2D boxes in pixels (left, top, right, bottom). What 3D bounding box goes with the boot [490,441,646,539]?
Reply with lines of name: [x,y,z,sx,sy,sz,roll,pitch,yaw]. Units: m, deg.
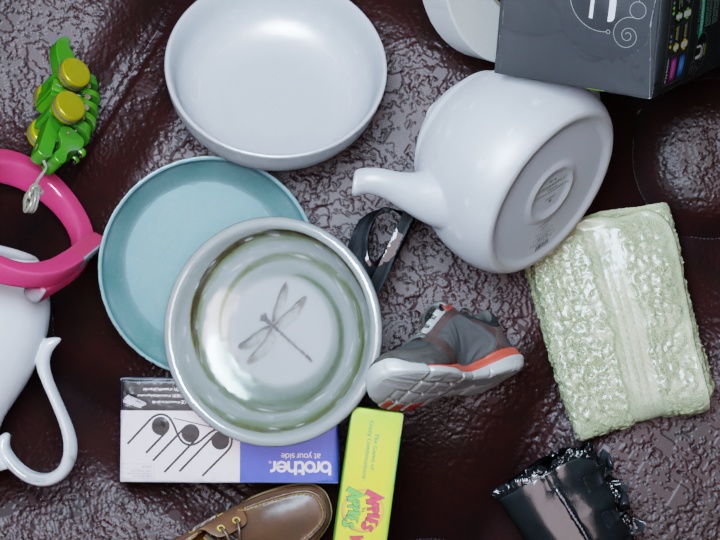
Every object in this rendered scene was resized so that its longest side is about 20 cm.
boot: [0.169,0.261,1.718,0.197,0.073,0.163,-27,90,-9]

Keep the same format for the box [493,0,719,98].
box: [0.222,-0.232,1.633,0.148,0.200,0.125,13,111,27]

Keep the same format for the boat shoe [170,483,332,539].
boat shoe: [-0.117,0.253,1.720,0.199,0.068,0.072,-24,87,-1]

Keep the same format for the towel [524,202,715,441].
towel: [0.236,0.045,1.747,0.147,0.036,0.202,-13,87,0]

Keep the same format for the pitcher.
pitcher: [-0.322,0.085,1.705,0.170,0.121,0.202,13,96,3]

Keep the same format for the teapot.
teapot: [0.120,-0.107,1.685,0.146,0.200,0.198,38,100,30]

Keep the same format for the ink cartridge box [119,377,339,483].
ink cartridge box: [-0.118,0.145,1.737,0.198,0.044,0.095,0,89,0]

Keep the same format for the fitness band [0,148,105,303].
fitness band: [-0.306,-0.042,1.674,0.143,0.200,0.038,38,114,3]

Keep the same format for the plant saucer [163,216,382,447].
plant saucer: [-0.073,0.054,1.688,0.198,0.050,0.202,0,88,13]

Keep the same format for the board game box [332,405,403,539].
board game box: [0.001,0.224,1.705,0.047,0.102,0.202,8,87,-1]

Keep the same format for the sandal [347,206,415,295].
sandal: [0.000,0.001,1.728,0.048,0.075,0.201,29,88,-2]

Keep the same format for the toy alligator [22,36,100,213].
toy alligator: [-0.266,-0.124,1.722,0.054,0.059,0.201,24,50,-28]

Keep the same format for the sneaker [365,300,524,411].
sneaker: [0.063,0.070,1.689,0.077,0.199,0.082,-33,72,32]

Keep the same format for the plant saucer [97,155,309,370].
plant saucer: [-0.139,-0.005,1.730,0.198,0.036,0.202,-2,99,-11]

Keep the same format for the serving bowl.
serving bowl: [-0.078,-0.168,1.723,0.198,0.066,0.201,2,60,-4]

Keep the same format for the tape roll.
tape roll: [0.134,-0.286,1.697,0.037,0.202,0.204,22,86,45]
